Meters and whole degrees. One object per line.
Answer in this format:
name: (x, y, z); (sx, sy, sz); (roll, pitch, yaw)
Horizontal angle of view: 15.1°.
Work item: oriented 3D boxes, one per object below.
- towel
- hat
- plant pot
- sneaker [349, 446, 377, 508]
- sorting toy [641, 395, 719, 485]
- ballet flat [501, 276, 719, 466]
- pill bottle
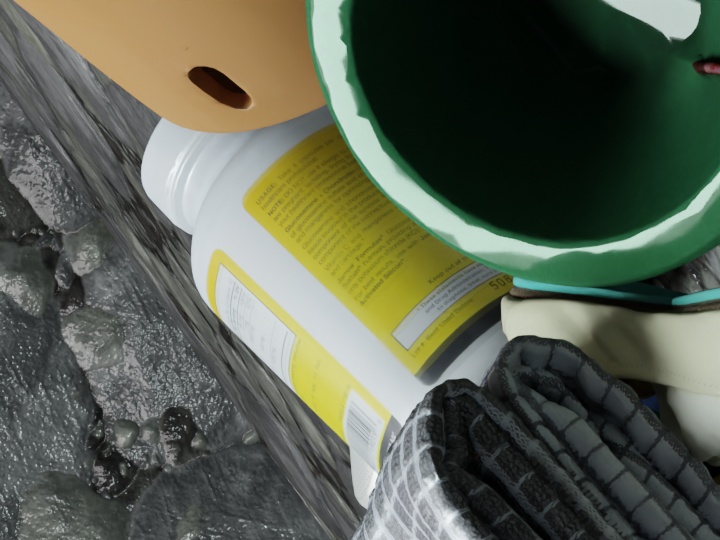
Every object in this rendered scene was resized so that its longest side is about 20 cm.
towel: (0.075, 0.141, 0.891); (0.200, 0.086, 0.166); (50, 149, 19)
hat: (0.089, -0.101, 0.913); (0.200, 0.176, 0.166); (-34, 97, 41)
plant pot: (-0.050, -0.143, 0.940); (0.140, 0.200, 0.200); (54, 173, -36)
sneaker: (-0.017, 0.017, 1.271); (0.074, 0.116, 0.200); (-160, 73, -73)
sorting toy: (0.166, 0.128, 0.948); (0.200, 0.070, 0.199); (59, 168, -21)
ballet flat: (0.112, 0.034, 0.889); (0.069, 0.069, 0.200); (57, 158, -16)
pill bottle: (0.000, 0.000, 1.138); (0.200, 0.112, 0.112); (44, 167, 28)
